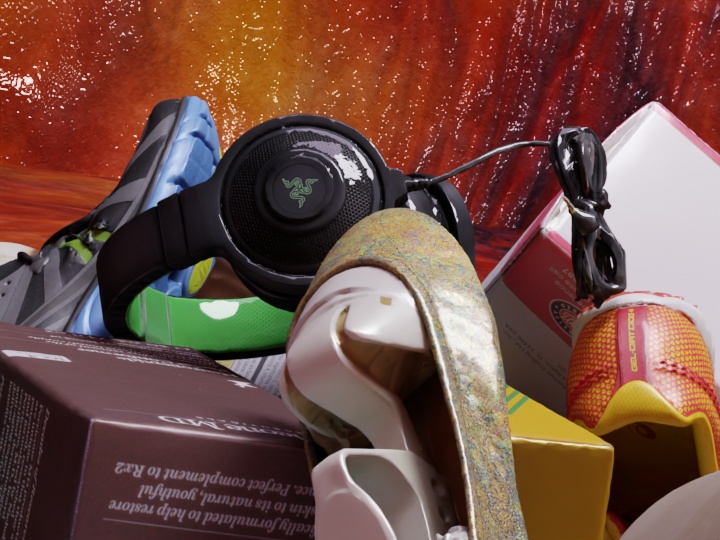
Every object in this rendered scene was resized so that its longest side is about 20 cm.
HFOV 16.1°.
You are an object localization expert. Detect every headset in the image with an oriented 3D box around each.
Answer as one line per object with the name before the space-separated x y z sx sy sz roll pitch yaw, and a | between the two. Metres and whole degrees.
headset | 0.000 0.000 0.916 0.199 0.094 0.123 -22 -24 24

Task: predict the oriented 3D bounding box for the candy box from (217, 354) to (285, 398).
candy box | -0.034 0.076 1.052 0.199 0.055 0.116 11 -34 25

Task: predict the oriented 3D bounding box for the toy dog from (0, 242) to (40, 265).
toy dog | -0.208 0.029 1.164 0.199 0.140 0.194 4 21 -34

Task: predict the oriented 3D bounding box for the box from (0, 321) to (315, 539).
box | -0.076 0.069 0.839 0.100 0.075 0.200 9 6 -23

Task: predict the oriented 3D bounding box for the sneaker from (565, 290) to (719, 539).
sneaker | 0.106 0.098 0.918 0.073 0.201 0.077 -8 43 16

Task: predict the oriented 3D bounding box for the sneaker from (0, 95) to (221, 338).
sneaker | -0.112 0.002 1.012 0.082 0.200 0.071 15 -34 21

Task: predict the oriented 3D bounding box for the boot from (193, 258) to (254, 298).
boot | -0.028 0.060 1.182 0.200 0.064 0.186 48 -13 3

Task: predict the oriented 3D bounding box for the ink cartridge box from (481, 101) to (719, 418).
ink cartridge box | 0.111 0.044 1.020 0.146 0.083 0.200 41 -28 2

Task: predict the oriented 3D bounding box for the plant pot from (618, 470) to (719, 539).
plant pot | 0.146 0.116 0.631 0.199 0.201 0.173 4 -2 -32

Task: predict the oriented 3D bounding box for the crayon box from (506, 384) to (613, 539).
crayon box | 0.028 0.102 0.833 0.051 0.127 0.200 6 7 -16

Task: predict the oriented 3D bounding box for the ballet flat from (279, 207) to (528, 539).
ballet flat | 0.008 0.052 0.712 0.070 0.071 0.201 6 49 -22
